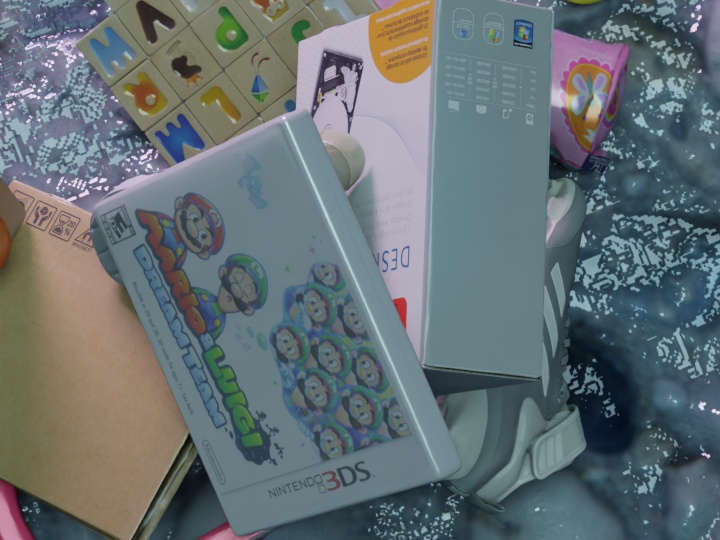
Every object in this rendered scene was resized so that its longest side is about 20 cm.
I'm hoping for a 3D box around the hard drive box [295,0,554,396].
[{"bbox_3d":[0.030,-0.036,1.494,0.076,0.156,0.202,7,79,-29],"label":"hard drive box"}]

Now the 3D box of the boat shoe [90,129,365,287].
[{"bbox_3d":[-0.072,-0.031,1.516,0.062,0.199,0.072,-31,103,-40],"label":"boat shoe"}]

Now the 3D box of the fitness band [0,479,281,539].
[{"bbox_3d":[-0.122,0.112,1.615,0.199,0.037,0.144,-26,78,-7],"label":"fitness band"}]

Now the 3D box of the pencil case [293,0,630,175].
[{"bbox_3d":[0.061,-0.121,1.641,0.199,0.087,0.088,19,79,1],"label":"pencil case"}]

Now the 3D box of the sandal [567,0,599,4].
[{"bbox_3d":[0.092,-0.238,1.634,0.199,0.087,0.080,28,69,-17],"label":"sandal"}]

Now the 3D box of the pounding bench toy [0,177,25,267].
[{"bbox_3d":[-0.267,-0.061,1.581,0.155,0.124,0.201,29,79,17],"label":"pounding bench toy"}]

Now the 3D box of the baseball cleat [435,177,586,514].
[{"bbox_3d":[0.099,0.048,1.624,0.106,0.070,0.201,36,71,-21],"label":"baseball cleat"}]

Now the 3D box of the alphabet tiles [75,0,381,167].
[{"bbox_3d":[-0.067,-0.127,1.616,0.166,0.006,0.200,-35,98,22],"label":"alphabet tiles"}]

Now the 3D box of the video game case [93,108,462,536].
[{"bbox_3d":[-0.048,0.032,1.454,0.024,0.182,0.201,-25,93,-41],"label":"video game case"}]

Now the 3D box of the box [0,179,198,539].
[{"bbox_3d":[-0.164,0.051,1.586,0.199,0.021,0.164,23,78,30],"label":"box"}]
